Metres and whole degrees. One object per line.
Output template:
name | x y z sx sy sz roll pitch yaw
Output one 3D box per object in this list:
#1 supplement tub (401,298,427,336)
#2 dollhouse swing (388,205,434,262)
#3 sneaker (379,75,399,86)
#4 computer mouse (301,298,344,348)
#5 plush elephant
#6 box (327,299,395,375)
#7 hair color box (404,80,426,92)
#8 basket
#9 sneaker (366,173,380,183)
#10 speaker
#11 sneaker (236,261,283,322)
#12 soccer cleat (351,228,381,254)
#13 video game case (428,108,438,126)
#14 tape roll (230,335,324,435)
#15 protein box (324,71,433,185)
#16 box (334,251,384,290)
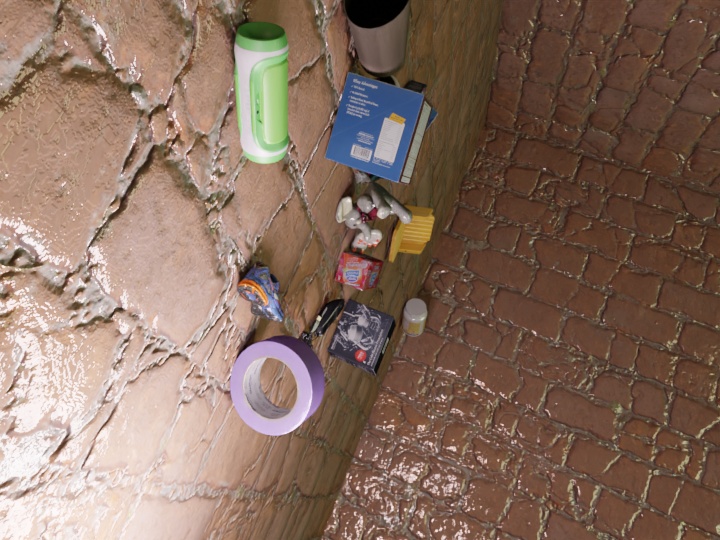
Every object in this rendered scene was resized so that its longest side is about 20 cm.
supplement tub | 0.317 0.275 3.311 0.203 0.142 0.147 93 22 -49
dollhouse swing | 0.214 -0.135 2.359 0.178 0.177 0.203 -85 -179 -48
sneaker | 0.047 -0.441 1.484 0.073 0.110 0.205 -27 -119 50
computer mouse | -0.119 0.145 1.679 0.201 0.045 0.141 -54 165 -19
plush elephant | 0.016 -0.164 1.594 0.156 0.200 0.164 -51 159 21
box | 0.006 0.236 1.991 0.104 0.178 0.204 69 42 -68
hair color box | 0.146 -0.513 1.786 0.201 0.059 0.102 -56 160 -44
basket | 0.045 -0.535 1.236 0.183 0.134 0.200 -63 168 -13
sneaker | 0.076 -0.286 1.639 0.200 0.093 0.081 -178 -74 -73
speaker | -0.155 -0.277 0.895 0.089 0.087 0.203 -55 160 -45
sneaker | -0.197 0.050 1.196 0.201 0.074 0.080 83 26 -64
soccer cleat | 0.016 -0.109 1.735 0.200 0.068 0.080 148 -44 -69
video game case | 0.156 -0.420 1.824 0.181 0.045 0.201 -46 -172 45
tape roll | -0.183 0.251 1.248 0.085 0.196 0.205 -12 121 -74
protein box | 0.046 -0.335 1.353 0.135 0.194 0.205 -16 125 -73
box | 0.000 0.000 1.821 0.200 0.098 0.098 -5 114 -75
